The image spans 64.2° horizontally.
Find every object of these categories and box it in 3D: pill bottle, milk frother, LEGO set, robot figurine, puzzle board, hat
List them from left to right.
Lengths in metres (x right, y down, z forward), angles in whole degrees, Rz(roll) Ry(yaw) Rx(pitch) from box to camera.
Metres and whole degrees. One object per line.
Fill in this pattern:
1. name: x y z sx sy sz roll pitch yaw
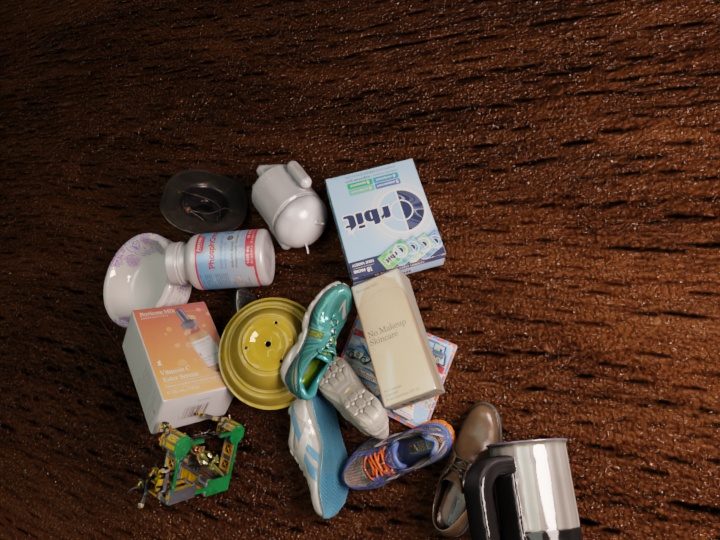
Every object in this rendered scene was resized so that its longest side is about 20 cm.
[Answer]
1. LEGO set: -0.314 0.327 1.028 0.114 0.198 0.158 14 100 31
2. hat: -0.333 -0.124 1.229 0.202 0.197 0.082 55 144 29
3. pill bottle: -0.272 -0.020 1.121 0.194 0.109 0.112 -4 70 4
4. robot figurine: -0.138 -0.125 1.117 0.201 0.111 0.172 49 136 31
5. puzzle board: 0.051 0.164 0.981 0.197 0.017 0.154 20 83 31
6. milk frother: 0.249 0.311 0.724 0.197 0.178 0.193 -21 65 37

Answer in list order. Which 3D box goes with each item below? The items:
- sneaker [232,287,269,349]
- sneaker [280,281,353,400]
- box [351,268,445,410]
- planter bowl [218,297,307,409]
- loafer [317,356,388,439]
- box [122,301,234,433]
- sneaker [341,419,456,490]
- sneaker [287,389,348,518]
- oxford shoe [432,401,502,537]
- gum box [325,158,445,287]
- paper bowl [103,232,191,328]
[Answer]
1. sneaker: -0.230 0.135 1.105 0.086 0.075 0.204 -28 63 22
2. sneaker: -0.059 0.118 0.945 0.079 0.076 0.204 26 92 56
3. box: 0.059 0.112 0.930 0.093 0.078 0.204 -23 69 12
4. planter bowl: -0.159 0.136 1.011 0.195 0.084 0.206 1 72 -3
5. loafer: -0.019 0.209 0.952 0.069 0.071 0.200 -34 36 -12
6. box: -0.342 0.176 1.084 0.202 0.150 0.107 57 133 28
7. sneaker: 0.051 0.288 0.897 0.197 0.078 0.077 -31 72 15
8. sneaker: -0.074 0.312 0.971 0.080 0.076 0.205 -29 60 34
9. oxford shoe: 0.158 0.293 0.845 0.071 0.084 0.205 12 78 31
10. gum box: 0.041 -0.087 1.015 0.166 0.045 0.204 -14 65 -6
11. paper bowl: -0.442 0.032 1.228 0.196 0.104 0.206 -9 69 24
